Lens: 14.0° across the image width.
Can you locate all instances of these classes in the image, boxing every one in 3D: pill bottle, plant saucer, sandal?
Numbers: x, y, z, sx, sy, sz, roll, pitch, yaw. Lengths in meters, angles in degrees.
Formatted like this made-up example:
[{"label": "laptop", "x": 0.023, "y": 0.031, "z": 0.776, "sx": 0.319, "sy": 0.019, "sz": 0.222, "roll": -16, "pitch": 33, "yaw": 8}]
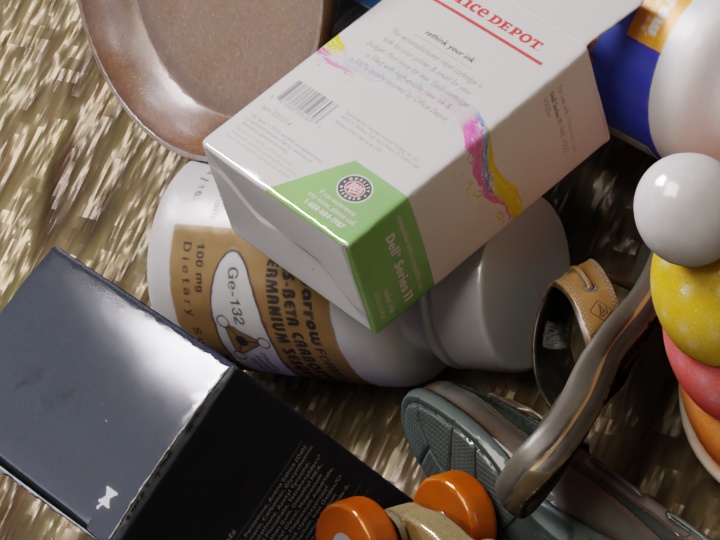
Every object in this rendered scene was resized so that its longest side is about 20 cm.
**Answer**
[{"label": "pill bottle", "x": 0.160, "y": -0.112, "z": 1.458, "sx": 0.200, "sy": 0.112, "sz": 0.112, "roll": 32, "pitch": 83, "yaw": 41}, {"label": "pill bottle", "x": 0.000, "y": 0.000, "z": 1.494, "sx": 0.199, "sy": 0.114, "sz": 0.115, "roll": 5, "pitch": 67, "yaw": 34}, {"label": "plant saucer", "x": -0.075, "y": -0.158, "z": 1.504, "sx": 0.200, "sy": 0.034, "sz": 0.202, "roll": 15, "pitch": 112, "yaw": 44}, {"label": "sandal", "x": 0.103, "y": 0.036, "z": 1.390, "sx": 0.054, "sy": 0.082, "sz": 0.200, "roll": 30, "pitch": 52, "yaw": 7}, {"label": "pill bottle", "x": -0.044, "y": -0.128, "z": 1.591, "sx": 0.200, "sy": 0.120, "sz": 0.120, "roll": 30, "pitch": 82, "yaw": 40}]

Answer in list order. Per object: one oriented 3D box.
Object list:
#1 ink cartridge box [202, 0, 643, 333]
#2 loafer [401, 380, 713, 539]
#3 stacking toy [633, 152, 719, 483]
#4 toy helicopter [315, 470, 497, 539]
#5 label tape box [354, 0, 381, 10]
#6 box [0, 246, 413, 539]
[{"label": "ink cartridge box", "x": 0.038, "y": -0.074, "z": 1.418, "sx": 0.200, "sy": 0.068, "sz": 0.117, "roll": -39, "pitch": 48, "yaw": -18}, {"label": "loafer", "x": 0.101, "y": 0.114, "z": 1.409, "sx": 0.063, "sy": 0.072, "sz": 0.200, "roll": -28, "pitch": 48, "yaw": -26}, {"label": "stacking toy", "x": 0.179, "y": 0.010, "z": 1.319, "sx": 0.145, "sy": 0.200, "sz": 0.147, "roll": -15, "pitch": 58, "yaw": 25}, {"label": "toy helicopter", "x": 0.057, "y": 0.191, "z": 1.364, "sx": 0.200, "sy": 0.079, "sz": 0.133, "roll": 33, "pitch": 124, "yaw": 42}, {"label": "label tape box", "x": 0.043, "y": -0.216, "z": 1.556, "sx": 0.199, "sy": 0.066, "sz": 0.143, "roll": -24, "pitch": 41, "yaw": -32}, {"label": "box", "x": -0.083, "y": 0.097, "z": 1.434, "sx": 0.148, "sy": 0.200, "sz": 0.105, "roll": 31, "pitch": 84, "yaw": 40}]
